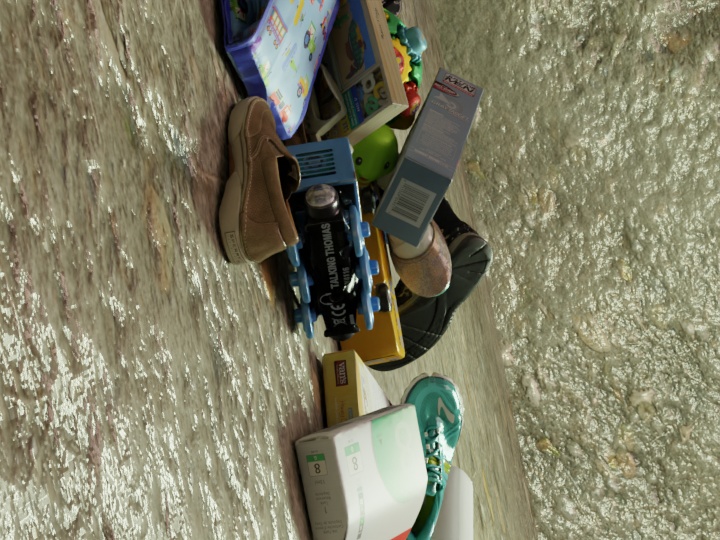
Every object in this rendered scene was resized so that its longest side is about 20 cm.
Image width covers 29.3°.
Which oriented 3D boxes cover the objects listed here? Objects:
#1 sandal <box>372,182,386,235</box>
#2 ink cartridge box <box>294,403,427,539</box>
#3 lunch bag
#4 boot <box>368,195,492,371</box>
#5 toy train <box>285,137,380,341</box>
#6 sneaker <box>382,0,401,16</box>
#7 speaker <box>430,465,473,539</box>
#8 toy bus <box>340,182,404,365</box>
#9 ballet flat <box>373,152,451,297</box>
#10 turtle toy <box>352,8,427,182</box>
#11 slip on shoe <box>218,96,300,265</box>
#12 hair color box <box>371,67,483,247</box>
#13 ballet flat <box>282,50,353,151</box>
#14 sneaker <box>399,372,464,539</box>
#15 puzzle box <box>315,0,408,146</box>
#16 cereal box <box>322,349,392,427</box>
[{"bbox_3d":[0.016,-0.083,1.697,0.200,0.078,0.088,54,32,-51],"label":"sandal"},{"bbox_3d":[0.015,0.236,1.270,0.160,0.050,0.203,-10,88,-61],"label":"ink cartridge box"},{"bbox_3d":[-0.080,-0.234,1.304,0.151,0.093,0.203,67,24,-59],"label":"lunch bag"},{"bbox_3d":[0.060,0.006,1.631,0.073,0.204,0.154,29,19,-34],"label":"boot"},{"bbox_3d":[-0.029,-0.024,1.282,0.201,0.085,0.115,81,1,-50],"label":"toy train"},{"bbox_3d":[-0.033,-0.385,1.736,0.071,0.098,0.202,-41,101,-34],"label":"sneaker"},{"bbox_3d":[0.099,0.324,1.688,0.201,0.080,0.082,-81,158,-64],"label":"speaker"},{"bbox_3d":[0.000,0.000,1.518,0.078,0.064,0.203,34,46,-77],"label":"toy bus"},{"bbox_3d":[0.049,-0.059,1.557,0.067,0.067,0.202,50,16,-49],"label":"ballet flat"},{"bbox_3d":[0.010,-0.196,1.490,0.101,0.144,0.203,-175,-89,-66],"label":"turtle toy"},{"bbox_3d":[-0.079,-0.082,1.175,0.201,0.060,0.077,-87,163,-54],"label":"slip on shoe"},{"bbox_3d":[0.076,-0.127,1.517,0.201,0.060,0.100,-69,-176,-52],"label":"hair color box"},{"bbox_3d":[-0.045,-0.141,1.387,0.068,0.071,0.203,23,56,-63],"label":"ballet flat"},{"bbox_3d":[0.076,0.212,1.525,0.080,0.076,0.203,-106,-159,-72],"label":"sneaker"},{"bbox_3d":[-0.025,-0.229,1.426,0.025,0.132,0.203,4,64,-43],"label":"puzzle box"},{"bbox_3d":[0.006,0.183,1.428,0.200,0.039,0.146,61,22,-63],"label":"cereal box"}]
